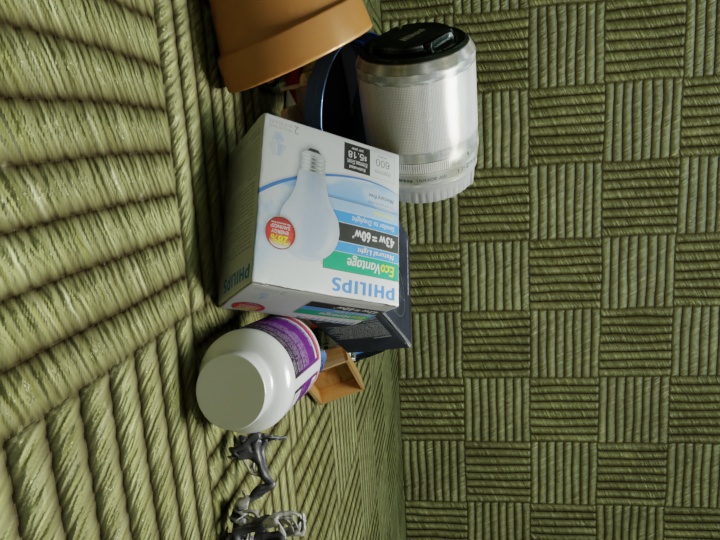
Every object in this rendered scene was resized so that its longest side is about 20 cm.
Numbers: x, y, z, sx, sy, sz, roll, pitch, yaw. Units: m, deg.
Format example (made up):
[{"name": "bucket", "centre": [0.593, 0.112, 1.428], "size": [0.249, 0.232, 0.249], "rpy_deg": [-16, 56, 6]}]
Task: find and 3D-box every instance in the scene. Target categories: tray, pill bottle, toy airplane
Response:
[{"name": "tray", "centre": [-0.055, 0.198, 1.154], "size": [0.201, 0.096, 0.038], "rpy_deg": [71, 0, -62]}, {"name": "pill bottle", "centre": [-0.117, 0.118, 0.719], "size": [0.200, 0.109, 0.116], "rpy_deg": [-14, 102, -81]}, {"name": "toy airplane", "centre": [-0.046, -0.257, 0.945], "size": [0.198, 0.139, 0.204], "rpy_deg": [31, 46, -42]}]

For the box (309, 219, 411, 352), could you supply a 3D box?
[{"name": "box", "centre": [0.000, 0.000, 0.967], "size": [0.197, 0.121, 0.205], "rpy_deg": [48, 38, -57]}]

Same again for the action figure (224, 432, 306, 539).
[{"name": "action figure", "centre": [-0.116, 0.301, 0.737], "size": [0.119, 0.099, 0.205], "rpy_deg": [99, -9, -72]}]

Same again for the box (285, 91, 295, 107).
[{"name": "box", "centre": [-0.064, -0.224, 1.098], "size": [0.109, 0.124, 0.205], "rpy_deg": [60, 30, -74]}]

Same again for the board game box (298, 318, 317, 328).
[{"name": "board game box", "centre": [-0.102, -0.033, 0.952], "size": [0.153, 0.039, 0.205], "rpy_deg": [46, 41, -53]}]

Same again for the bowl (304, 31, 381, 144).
[{"name": "bowl", "centre": [-0.008, -0.233, 0.877], "size": [0.199, 0.039, 0.205], "rpy_deg": [-30, 127, -48]}]

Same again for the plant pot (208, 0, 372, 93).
[{"name": "plant pot", "centre": [-0.101, -0.321, 0.737], "size": [0.201, 0.196, 0.142], "rpy_deg": [-77, 145, -60]}]

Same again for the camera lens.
[{"name": "camera lens", "centre": [0.080, -0.216, 0.834], "size": [0.162, 0.156, 0.204], "rpy_deg": [-80, 164, -53]}]

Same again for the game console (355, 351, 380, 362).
[{"name": "game console", "centre": [-0.005, 0.157, 1.453], "size": [0.173, 0.115, 0.204], "rpy_deg": [-77, 163, -60]}]

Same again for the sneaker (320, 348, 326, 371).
[{"name": "sneaker", "centre": [-0.108, 0.158, 0.960], "size": [0.200, 0.073, 0.081], "rpy_deg": [19, 78, -73]}]

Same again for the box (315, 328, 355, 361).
[{"name": "box", "centre": [-0.050, 0.082, 1.232], "size": [0.109, 0.034, 0.205], "rpy_deg": [-21, -115, 55]}]

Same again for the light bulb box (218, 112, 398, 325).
[{"name": "light bulb box", "centre": [-0.061, -0.052, 0.763], "size": [0.124, 0.194, 0.205], "rpy_deg": [-26, -121, 56]}]
